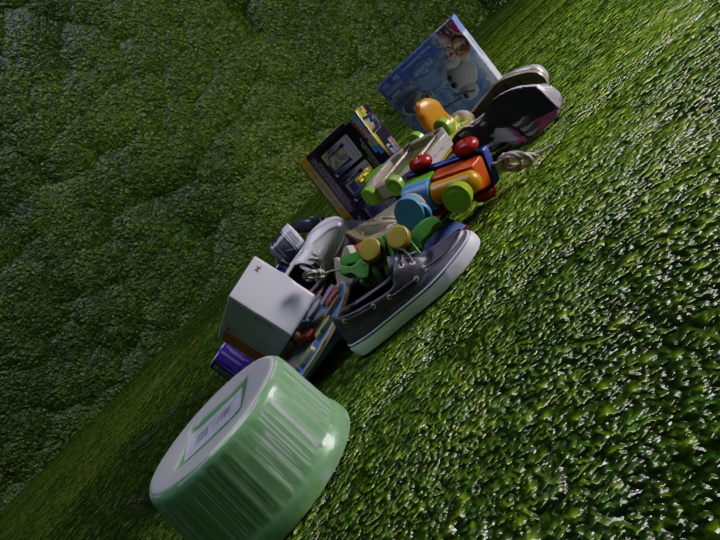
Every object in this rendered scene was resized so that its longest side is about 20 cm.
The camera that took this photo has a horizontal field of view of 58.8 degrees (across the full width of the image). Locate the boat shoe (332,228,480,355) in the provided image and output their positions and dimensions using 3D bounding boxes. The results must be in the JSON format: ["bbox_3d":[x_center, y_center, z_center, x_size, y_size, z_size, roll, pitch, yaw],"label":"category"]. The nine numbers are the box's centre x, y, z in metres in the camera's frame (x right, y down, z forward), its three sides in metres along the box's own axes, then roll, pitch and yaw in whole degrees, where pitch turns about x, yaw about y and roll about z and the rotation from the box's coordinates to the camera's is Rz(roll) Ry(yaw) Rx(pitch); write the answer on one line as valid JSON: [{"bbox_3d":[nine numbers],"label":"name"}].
[{"bbox_3d":[0.048,0.012,0.747,0.199,0.066,0.070,-41,13,12],"label":"boat shoe"}]

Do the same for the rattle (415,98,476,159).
[{"bbox_3d":[0.118,-0.242,1.162,0.200,0.140,0.133,-139,55,-64],"label":"rattle"}]

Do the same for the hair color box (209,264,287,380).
[{"bbox_3d":[-0.184,0.096,1.132,0.201,0.064,0.109,-56,6,-21],"label":"hair color box"}]

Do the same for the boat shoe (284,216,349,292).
[{"bbox_3d":[-0.081,-0.002,1.067,0.201,0.073,0.065,-55,17,-3],"label":"boat shoe"}]

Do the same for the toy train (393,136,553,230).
[{"bbox_3d":[0.140,-0.113,0.812,0.197,0.086,0.116,-15,23,32],"label":"toy train"}]

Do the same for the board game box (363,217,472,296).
[{"bbox_3d":[0.058,0.010,0.835,0.200,0.019,0.103,-44,14,2],"label":"board game box"}]

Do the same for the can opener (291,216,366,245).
[{"bbox_3d":[-0.057,-0.068,1.168,0.066,0.054,0.199,-6,10,-35],"label":"can opener"}]

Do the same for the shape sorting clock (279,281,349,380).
[{"bbox_3d":[-0.076,0.099,0.881,0.201,0.039,0.200,-50,12,14],"label":"shape sorting clock"}]

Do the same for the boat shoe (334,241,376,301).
[{"bbox_3d":[0.000,0.000,0.944,0.061,0.072,0.200,-13,-11,-13],"label":"boat shoe"}]

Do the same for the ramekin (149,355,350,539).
[{"bbox_3d":[-0.113,0.181,0.632,0.199,0.098,0.200,-41,13,11],"label":"ramekin"}]

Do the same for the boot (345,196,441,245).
[{"bbox_3d":[0.063,-0.082,1.000,0.156,0.073,0.200,-47,14,-12],"label":"boot"}]

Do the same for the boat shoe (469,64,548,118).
[{"bbox_3d":[0.255,-0.306,1.121,0.199,0.075,0.069,-26,26,57],"label":"boat shoe"}]

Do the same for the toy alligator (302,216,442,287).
[{"bbox_3d":[0.017,-0.006,0.805,0.197,0.055,0.059,-24,-20,17],"label":"toy alligator"}]

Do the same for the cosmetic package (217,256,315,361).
[{"bbox_3d":[-0.142,0.069,0.931,0.072,0.101,0.200,-59,2,-28],"label":"cosmetic package"}]

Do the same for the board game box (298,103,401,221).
[{"bbox_3d":[0.008,-0.167,1.157,0.164,0.201,0.057,-32,9,38],"label":"board game box"}]

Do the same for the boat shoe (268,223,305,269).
[{"bbox_3d":[-0.125,-0.027,1.178,0.068,0.072,0.200,-42,-8,-2],"label":"boat shoe"}]

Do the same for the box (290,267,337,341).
[{"bbox_3d":[-0.069,0.033,1.136,0.110,0.035,0.201,-38,14,27],"label":"box"}]

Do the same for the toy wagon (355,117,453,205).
[{"bbox_3d":[0.063,-0.164,1.016,0.156,0.040,0.199,-51,19,-27],"label":"toy wagon"}]

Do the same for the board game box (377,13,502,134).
[{"bbox_3d":[0.169,-0.352,1.259,0.199,0.199,0.044,-36,16,32],"label":"board game box"}]

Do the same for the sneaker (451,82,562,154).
[{"bbox_3d":[0.227,-0.235,0.982,0.086,0.081,0.199,-38,13,-35],"label":"sneaker"}]
